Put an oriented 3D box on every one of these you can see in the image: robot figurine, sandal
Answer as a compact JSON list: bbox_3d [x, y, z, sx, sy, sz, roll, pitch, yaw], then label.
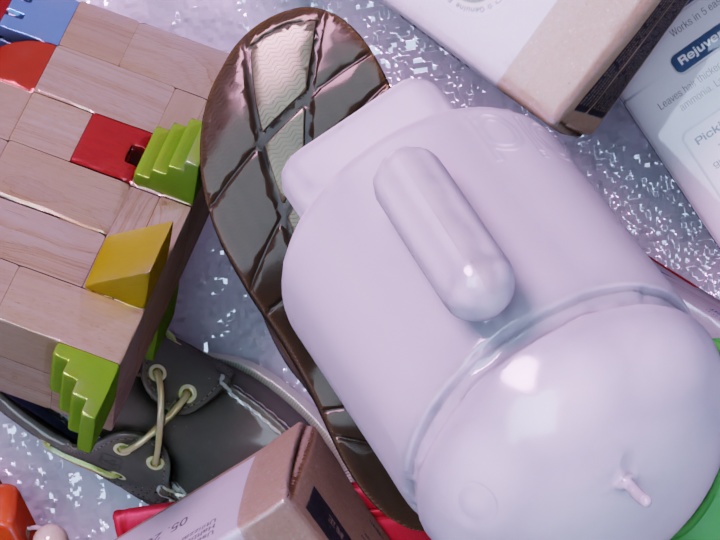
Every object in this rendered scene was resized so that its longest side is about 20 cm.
[{"bbox_3d":[0.048,0.025,0.935,0.113,0.170,0.200,-36,55,2],"label":"robot figurine"},{"bbox_3d":[0.000,0.000,1.048,0.081,0.055,0.201,-25,98,4],"label":"sandal"}]

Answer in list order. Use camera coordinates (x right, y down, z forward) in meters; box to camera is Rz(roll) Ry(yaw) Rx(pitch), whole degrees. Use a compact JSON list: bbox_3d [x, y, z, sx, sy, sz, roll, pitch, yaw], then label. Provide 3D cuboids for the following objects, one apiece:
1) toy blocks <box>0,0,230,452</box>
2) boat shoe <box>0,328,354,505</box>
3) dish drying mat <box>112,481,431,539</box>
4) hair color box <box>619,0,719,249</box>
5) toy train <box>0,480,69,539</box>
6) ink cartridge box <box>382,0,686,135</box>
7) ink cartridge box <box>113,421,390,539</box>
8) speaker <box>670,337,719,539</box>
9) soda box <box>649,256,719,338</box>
[{"bbox_3d":[-0.130,-0.033,1.078,0.136,0.100,0.200,20,56,4],"label":"toy blocks"},{"bbox_3d":[-0.095,0.053,1.130,0.201,0.060,0.072,30,97,11],"label":"boat shoe"},{"bbox_3d":[0.005,0.119,1.104,0.199,0.018,0.077,-7,115,9],"label":"dish drying mat"},{"bbox_3d":[0.152,-0.079,1.063,0.100,0.061,0.200,-35,80,13],"label":"hair color box"},{"bbox_3d":[-0.207,0.063,1.119,0.150,0.200,0.056,-7,49,16],"label":"toy train"},{"bbox_3d":[0.046,-0.172,1.015,0.200,0.075,0.165,37,98,10],"label":"ink cartridge box"},{"bbox_3d":[-0.059,0.183,1.083,0.200,0.075,0.165,-32,104,16],"label":"ink cartridge box"},{"bbox_3d":[0.201,0.084,0.989,0.199,0.088,0.089,16,94,-18],"label":"speaker"},{"bbox_3d":[0.089,0.022,1.078,0.200,0.063,0.068,32,99,15],"label":"soda box"}]
